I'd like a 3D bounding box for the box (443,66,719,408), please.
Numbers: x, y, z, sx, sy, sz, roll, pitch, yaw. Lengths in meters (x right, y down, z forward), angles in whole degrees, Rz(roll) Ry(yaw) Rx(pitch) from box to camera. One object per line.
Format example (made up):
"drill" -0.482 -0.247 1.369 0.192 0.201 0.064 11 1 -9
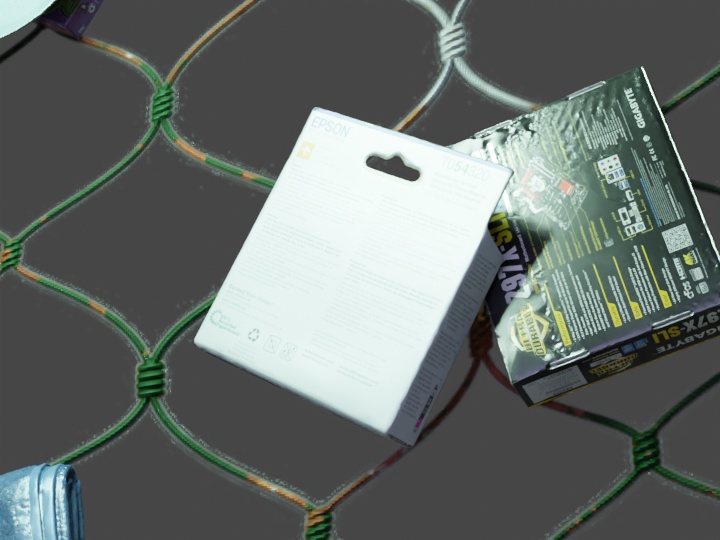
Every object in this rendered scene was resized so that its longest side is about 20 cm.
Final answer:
"box" 0.156 -0.026 1.131 0.159 0.049 0.200 -23 58 13

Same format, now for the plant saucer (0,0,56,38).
"plant saucer" -0.312 -0.271 1.420 0.201 0.039 0.201 -9 63 18

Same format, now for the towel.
"towel" -0.296 0.213 1.192 0.200 0.049 0.112 -20 58 12

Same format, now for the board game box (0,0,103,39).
"board game box" -0.246 -0.307 1.448 0.120 0.032 0.200 22 75 34

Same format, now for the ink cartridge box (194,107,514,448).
"ink cartridge box" 0.000 0.000 1.156 0.196 0.043 0.200 22 81 40
